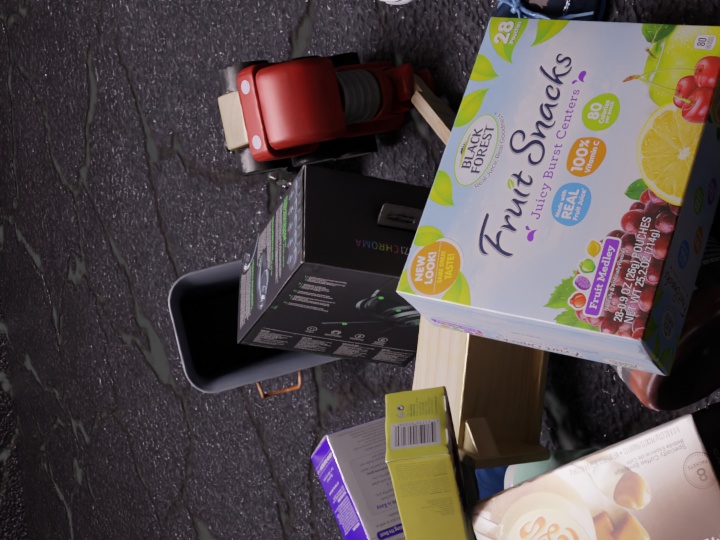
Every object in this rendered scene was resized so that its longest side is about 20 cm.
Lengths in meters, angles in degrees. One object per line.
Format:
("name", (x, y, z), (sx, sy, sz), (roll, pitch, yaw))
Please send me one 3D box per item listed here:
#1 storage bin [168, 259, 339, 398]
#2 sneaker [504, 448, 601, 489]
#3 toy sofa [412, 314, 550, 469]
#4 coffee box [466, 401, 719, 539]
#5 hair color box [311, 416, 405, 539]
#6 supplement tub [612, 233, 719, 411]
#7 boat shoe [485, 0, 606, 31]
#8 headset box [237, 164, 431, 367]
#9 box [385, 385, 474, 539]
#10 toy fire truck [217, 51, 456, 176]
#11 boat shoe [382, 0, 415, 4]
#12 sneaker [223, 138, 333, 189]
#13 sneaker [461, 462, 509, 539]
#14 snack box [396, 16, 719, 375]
("storage bin", (-0.112, 0.064, 1.302), (0.134, 0.197, 0.148), (157, 99, -73))
("sneaker", (0.175, 0.240, 0.933), (0.118, 0.073, 0.204), (-34, 65, 60))
("toy sofa", (0.103, 0.049, 0.949), (0.097, 0.082, 0.204), (18, 106, 56))
("coffee box", (0.184, 0.180, 0.822), (0.199, 0.079, 0.116), (-31, 73, 38))
("hair color box", (0.041, 0.248, 1.163), (0.202, 0.108, 0.065), (65, 150, 23))
("supplement tub", (0.176, -0.010, 0.801), (0.201, 0.105, 0.108), (55, 145, 36))
("boat shoe", (0.127, -0.169, 0.865), (0.084, 0.068, 0.203), (47, 140, 43))
("headset box", (0.000, 0.000, 1.046), (0.200, 0.171, 0.094), (131, 143, -58))
("box", (0.058, 0.189, 0.903), (0.076, 0.049, 0.202), (-89, -10, -53))
("toy fire truck", (-0.001, -0.136, 1.029), (0.198, 0.174, 0.131), (-9, 94, 48))
("boat shoe", (-0.004, -0.282, 1.072), (0.199, 0.061, 0.073), (33, 130, 53))
("sneaker", (-0.062, -0.129, 1.177), (0.075, 0.200, 0.092), (14, 82, 19))
("sneaker", (0.110, 0.247, 1.030), (0.076, 0.110, 0.204), (-15, 88, 62))
("snack box", (0.133, -0.053, 0.737), (0.167, 0.068, 0.203), (11, 72, 34))
